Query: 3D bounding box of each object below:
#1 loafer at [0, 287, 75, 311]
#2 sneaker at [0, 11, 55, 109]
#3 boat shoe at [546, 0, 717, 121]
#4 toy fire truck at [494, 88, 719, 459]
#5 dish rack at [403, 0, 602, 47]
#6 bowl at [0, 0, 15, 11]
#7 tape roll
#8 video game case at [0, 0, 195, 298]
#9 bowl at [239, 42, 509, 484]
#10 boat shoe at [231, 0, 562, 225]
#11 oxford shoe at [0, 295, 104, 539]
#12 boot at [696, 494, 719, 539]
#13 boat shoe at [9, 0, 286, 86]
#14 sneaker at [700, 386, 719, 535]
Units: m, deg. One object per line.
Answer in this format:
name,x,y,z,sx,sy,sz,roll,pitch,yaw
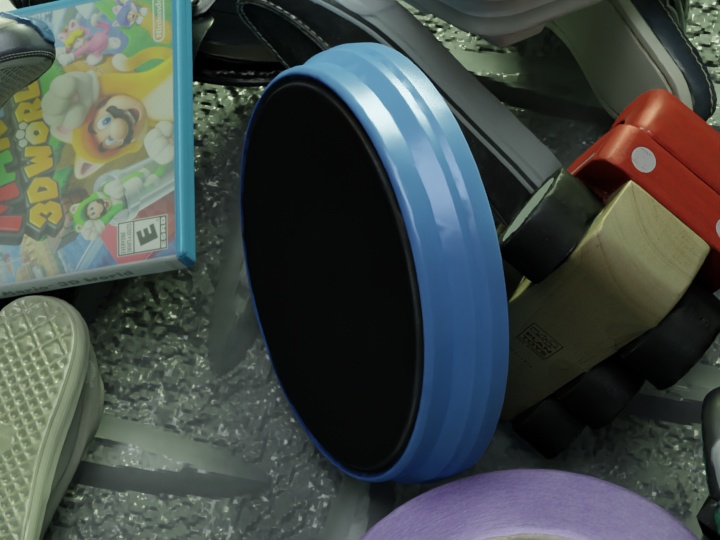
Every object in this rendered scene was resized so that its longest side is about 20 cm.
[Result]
loafer,-0.169,-0.007,1.169,0.068,0.071,0.201,36,70,24
sneaker,-0.214,-0.043,1.111,0.199,0.077,0.086,-34,73,15
boat shoe,0.130,-0.130,1.192,0.061,0.075,0.200,-13,34,-18
toy fire truck,0.138,-0.022,1.093,0.128,0.176,0.200,39,62,-4
dish rack,0.091,-0.168,1.147,0.199,0.044,0.171,-23,36,-24
bowl,-0.195,-0.192,1.280,0.199,0.075,0.200,-22,60,-5
tape roll,0.073,0.189,1.029,0.198,0.066,0.201,-3,60,5
video game case,-0.174,-0.056,1.142,0.199,0.018,0.144,-9,69,18
bowl,0.000,0.000,1.070,0.039,0.201,0.201,-12,56,-24
boat shoe,0.009,-0.079,1.149,0.200,0.072,0.071,37,70,-10
oxford shoe,-0.171,0.110,1.113,0.075,0.058,0.201,17,78,18
boot,0.272,0.106,1.060,0.199,0.066,0.165,32,66,27
boat shoe,-0.078,-0.124,1.192,0.198,0.075,0.066,9,37,-24
sneaker,0.207,0.135,1.000,0.087,0.074,0.201,-19,93,14
